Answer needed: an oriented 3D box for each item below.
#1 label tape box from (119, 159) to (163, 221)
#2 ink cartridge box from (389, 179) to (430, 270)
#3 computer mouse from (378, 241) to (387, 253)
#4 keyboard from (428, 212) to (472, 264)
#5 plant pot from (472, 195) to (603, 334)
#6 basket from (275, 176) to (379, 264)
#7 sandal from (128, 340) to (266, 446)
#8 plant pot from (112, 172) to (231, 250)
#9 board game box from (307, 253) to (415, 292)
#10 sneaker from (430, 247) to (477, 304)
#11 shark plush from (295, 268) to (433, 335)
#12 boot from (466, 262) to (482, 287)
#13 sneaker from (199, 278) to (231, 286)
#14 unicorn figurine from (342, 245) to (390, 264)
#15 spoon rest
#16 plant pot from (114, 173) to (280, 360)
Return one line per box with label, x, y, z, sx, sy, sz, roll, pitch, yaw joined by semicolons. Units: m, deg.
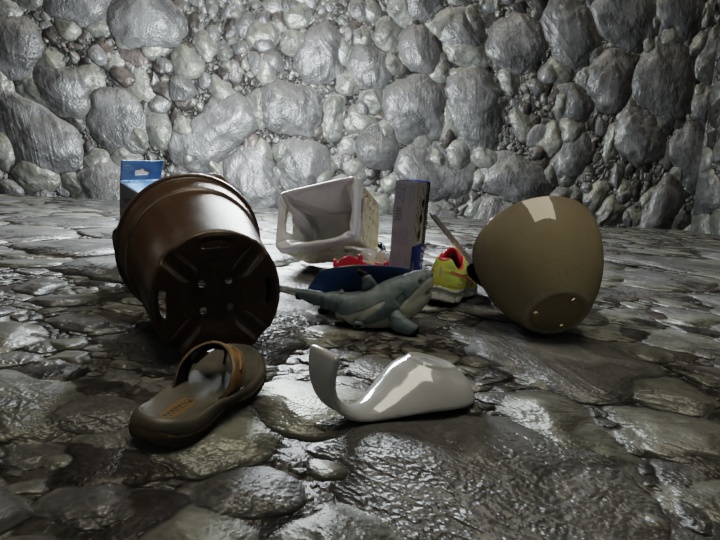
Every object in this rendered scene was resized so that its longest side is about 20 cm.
label tape box;-0.428;-0.121;1.243;0.064;0.206;0.143;8;11;14
ink cartridge box;0.088;-0.061;1.098;0.043;0.206;0.094;8;11;20
computer mouse;-0.022;-0.062;1.506;0.194;0.047;0.141;4;11;0
keyboard;0.192;-0.030;1.125;0.011;0.201;0.056;-40;4;1
plant pot;0.274;0.012;0.894;0.195;0.203;0.137;2;45;-6
basket;-0.065;-0.098;1.276;0.196;0.139;0.123;-7;-20;28
sandal;-0.144;0.097;0.560;0.080;0.056;0.200;6;11;15
plant pot;-0.325;-0.057;1.064;0.197;0.192;0.185;-22;24;-36
board game box;0.000;0.000;0.961;0.154;0.040;0.200;2;-16;-14
sneaker;0.174;0.002;1.102;0.076;0.093;0.199;5;9;19
shark plush;0.007;0.035;0.874;0.194;0.086;0.091;5;10;5
boot;0.288;0.026;1.076;0.197;0.069;0.131;30;40;11
sneaker;-0.238;0.001;1.002;0.079;0.077;0.198;10;13;34
unicorn figurine;0.026;-0.011;1.166;0.197;0.076;0.135;-10;12;-44
spoon rest;0.031;0.112;0.583;0.197;0.062;0.098;13;3;-40
plant pot;-0.194;0.000;0.745;0.196;0.206;0.198;-1;19;-26
